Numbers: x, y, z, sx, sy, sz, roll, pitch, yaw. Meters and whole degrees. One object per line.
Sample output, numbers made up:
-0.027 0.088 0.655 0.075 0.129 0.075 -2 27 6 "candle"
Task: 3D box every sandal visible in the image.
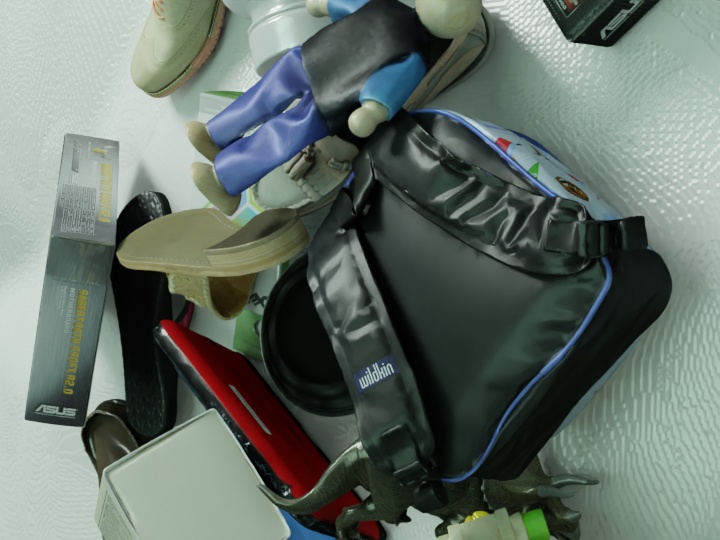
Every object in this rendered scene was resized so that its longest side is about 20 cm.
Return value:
-0.165 0.034 1.081 0.075 0.045 0.202 11 106 45 "sandal"
-0.097 0.004 0.905 0.211 0.077 0.070 1 121 55 "sandal"

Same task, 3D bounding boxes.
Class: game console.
-0.087 0.157 0.963 0.119 0.172 0.200 -47 58 5 "game console"

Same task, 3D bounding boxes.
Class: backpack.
0.068 0.004 0.769 0.200 0.154 0.191 -51 60 18 "backpack"

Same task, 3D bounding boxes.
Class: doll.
-0.016 -0.119 0.795 0.199 0.048 0.137 -31 45 19 "doll"

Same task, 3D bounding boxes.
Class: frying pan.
-0.015 0.002 0.884 0.031 0.114 0.192 10 99 63 "frying pan"

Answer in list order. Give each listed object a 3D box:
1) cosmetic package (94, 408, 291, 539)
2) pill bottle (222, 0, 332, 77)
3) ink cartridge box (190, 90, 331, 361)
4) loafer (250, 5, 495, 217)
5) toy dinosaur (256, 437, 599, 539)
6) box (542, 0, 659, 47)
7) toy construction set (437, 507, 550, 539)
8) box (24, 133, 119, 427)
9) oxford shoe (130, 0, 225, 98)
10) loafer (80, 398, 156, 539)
-0.122 0.176 0.921 0.104 0.087 0.200 58 160 8 "cosmetic package"
-0.050 -0.237 0.896 0.111 0.110 0.202 -19 79 44 "pill bottle"
-0.073 -0.023 0.970 0.103 0.059 0.202 17 105 42 "ink cartridge box"
-0.002 -0.105 0.852 0.200 0.063 0.072 -40 86 19 "loafer"
0.039 0.129 0.829 0.198 0.077 0.103 15 122 1 "toy dinosaur"
0.136 -0.256 0.757 0.160 0.044 0.201 -44 63 38 "box"
0.084 0.216 0.751 0.132 0.091 0.202 -106 11 -55 "toy construction set"
-0.227 0.002 1.056 0.200 0.048 0.160 -108 30 -62 "box"
-0.140 -0.219 1.014 0.071 0.073 0.201 51 125 30 "oxford shoe"
-0.181 0.188 1.084 0.200 0.071 0.073 52 126 29 "loafer"
